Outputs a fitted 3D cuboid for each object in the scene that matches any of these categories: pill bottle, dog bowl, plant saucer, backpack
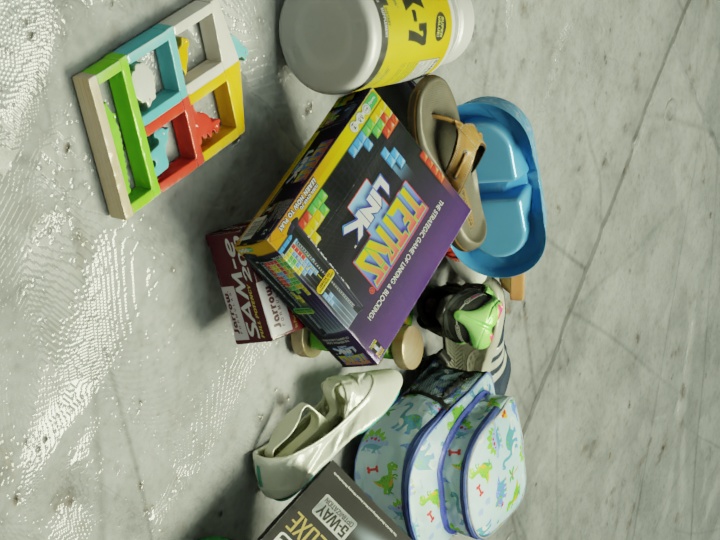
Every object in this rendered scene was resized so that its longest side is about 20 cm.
[{"bbox_3d":[0.022,-0.238,1.444,0.199,0.114,0.115,-21,117,-53],"label":"pill bottle"},{"bbox_3d":[0.142,-0.093,1.578,0.050,0.111,0.202,-54,136,-56],"label":"dog bowl"},{"bbox_3d":[0.180,-0.065,1.754,0.200,0.032,0.202,1,90,-85],"label":"plant saucer"},{"bbox_3d":[0.092,0.220,1.671,0.200,0.146,0.184,-35,126,-43],"label":"backpack"}]

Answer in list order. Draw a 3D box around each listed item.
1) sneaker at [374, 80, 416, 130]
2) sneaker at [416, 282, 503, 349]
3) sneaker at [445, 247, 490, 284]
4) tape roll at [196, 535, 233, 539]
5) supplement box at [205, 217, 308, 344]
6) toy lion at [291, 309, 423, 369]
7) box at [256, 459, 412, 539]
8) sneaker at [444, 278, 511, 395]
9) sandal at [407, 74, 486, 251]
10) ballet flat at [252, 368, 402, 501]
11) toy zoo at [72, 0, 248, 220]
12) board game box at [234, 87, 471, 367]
[{"bbox_3d":[0.045,-0.106,1.515,0.088,0.074,0.202,-47,121,-66],"label":"sneaker"},{"bbox_3d":[0.103,0.039,1.645,0.200,0.083,0.077,168,-55,-83],"label":"sneaker"},{"bbox_3d":[0.087,-0.051,1.651,0.108,0.067,0.203,-43,130,-41],"label":"sneaker"},{"bbox_3d":[-0.147,0.361,1.438,0.200,0.048,0.202,-25,120,-51],"label":"tape roll"},{"bbox_3d":[-0.042,-0.013,1.409,0.199,0.061,0.110,-23,100,-39],"label":"supplement box"},{"bbox_3d":[0.000,0.000,1.546,0.199,0.068,0.194,14,81,-58],"label":"toy lion"},{"bbox_3d":[-0.012,0.308,1.418,0.158,0.200,0.050,-43,177,-36],"label":"box"},{"bbox_3d":[0.149,0.090,1.789,0.084,0.075,0.202,-26,131,-49],"label":"sneaker"},{"bbox_3d":[0.101,-0.108,1.504,0.082,0.054,0.201,-46,127,-46],"label":"sandal"},{"bbox_3d":[-0.034,0.151,1.515,0.200,0.069,0.070,-42,134,-26],"label":"ballet flat"},{"bbox_3d":[-0.159,-0.149,1.279,0.200,0.020,0.132,-42,133,-42],"label":"toy zoo"},{"bbox_3d":[-0.002,-0.039,1.370,0.165,0.056,0.201,47,57,-24],"label":"board game box"}]
